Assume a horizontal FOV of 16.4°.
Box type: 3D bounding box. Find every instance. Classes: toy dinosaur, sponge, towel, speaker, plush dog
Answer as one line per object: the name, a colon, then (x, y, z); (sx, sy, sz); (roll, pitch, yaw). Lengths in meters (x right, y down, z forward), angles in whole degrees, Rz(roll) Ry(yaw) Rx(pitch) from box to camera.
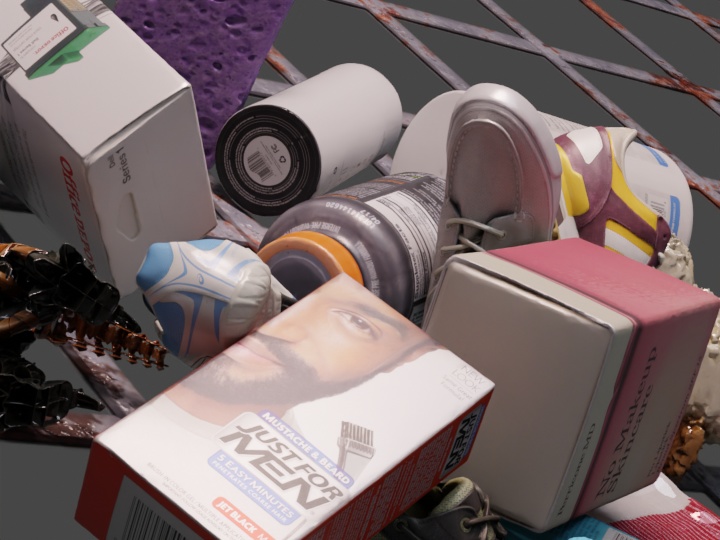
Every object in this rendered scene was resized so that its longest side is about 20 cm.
toy dinosaur: (-0.185, 0.014, 1.316); (0.199, 0.103, 0.136); (-5, 20, -31)
sponge: (-0.110, -0.181, 1.722); (0.111, 0.200, 0.030); (29, 22, 3)
towel: (0.153, 0.137, 1.568); (0.200, 0.023, 0.144); (41, 24, 29)
speaker: (-0.033, -0.096, 1.793); (0.081, 0.081, 0.200); (32, 21, 9)
plush dog: (0.226, 0.062, 1.719); (0.199, 0.161, 0.172); (17, 2, -4)

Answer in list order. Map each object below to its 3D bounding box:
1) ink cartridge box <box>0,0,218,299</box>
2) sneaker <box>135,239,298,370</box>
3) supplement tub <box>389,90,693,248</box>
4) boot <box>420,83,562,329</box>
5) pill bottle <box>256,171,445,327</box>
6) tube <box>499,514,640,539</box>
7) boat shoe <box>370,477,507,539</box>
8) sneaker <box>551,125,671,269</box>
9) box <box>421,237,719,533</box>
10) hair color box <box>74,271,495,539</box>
ink cartridge box: (-0.181, -0.101, 1.484); (0.084, 0.146, 0.200); (-37, 61, -19)
sneaker: (-0.078, 0.025, 1.362); (0.072, 0.072, 0.200); (28, -12, 11)
supplement tub: (0.134, -0.048, 1.834); (0.199, 0.132, 0.132); (15, 24, -35)
boot: (0.076, -0.009, 1.512); (0.073, 0.201, 0.096); (10, 42, 22)
pill bottle: (0.000, 0.000, 1.569); (0.106, 0.106, 0.200); (35, 21, 16)
tube: (0.092, 0.147, 1.434); (0.199, 0.051, 0.077); (27, 10, 11)
boat shoe: (0.041, 0.141, 1.338); (0.200, 0.066, 0.072); (29, 22, 3)
sneaker: (0.165, 0.007, 1.592); (0.090, 0.201, 0.075); (-16, 7, -15)
box: (0.114, 0.062, 1.443); (0.109, 0.128, 0.200); (24, 14, 22)
hair color box: (-0.036, 0.091, 1.263); (0.111, 0.064, 0.200); (36, 42, 19)
